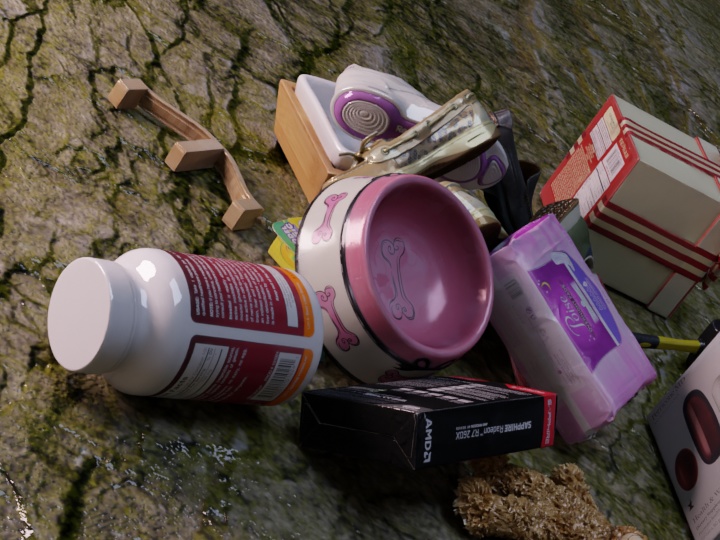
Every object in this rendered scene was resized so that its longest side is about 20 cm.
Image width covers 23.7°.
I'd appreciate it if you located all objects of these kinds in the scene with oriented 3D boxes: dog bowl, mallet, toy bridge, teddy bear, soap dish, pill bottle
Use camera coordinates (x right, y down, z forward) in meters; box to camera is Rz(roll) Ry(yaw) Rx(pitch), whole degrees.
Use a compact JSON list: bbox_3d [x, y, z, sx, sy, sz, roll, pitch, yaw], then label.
[{"bbox_3d":[0.038,0.004,1.529,0.199,0.074,0.201,17,65,-41],"label":"dog bowl"},{"bbox_3d":[0.326,0.088,1.888,0.199,0.066,0.041,1,38,-26],"label":"mallet"},{"bbox_3d":[-0.157,-0.111,1.650,0.200,0.027,0.067,46,27,19],"label":"toy bridge"},{"bbox_3d":[0.169,0.217,1.446,0.200,0.067,0.145,41,29,14],"label":"teddy bear"},{"bbox_3d":[0.011,-0.115,1.792,0.199,0.081,0.158,14,33,-36],"label":"soap dish"},{"bbox_3d":[-0.135,0.043,1.326,0.199,0.113,0.113,10,36,-42],"label":"pill bottle"}]

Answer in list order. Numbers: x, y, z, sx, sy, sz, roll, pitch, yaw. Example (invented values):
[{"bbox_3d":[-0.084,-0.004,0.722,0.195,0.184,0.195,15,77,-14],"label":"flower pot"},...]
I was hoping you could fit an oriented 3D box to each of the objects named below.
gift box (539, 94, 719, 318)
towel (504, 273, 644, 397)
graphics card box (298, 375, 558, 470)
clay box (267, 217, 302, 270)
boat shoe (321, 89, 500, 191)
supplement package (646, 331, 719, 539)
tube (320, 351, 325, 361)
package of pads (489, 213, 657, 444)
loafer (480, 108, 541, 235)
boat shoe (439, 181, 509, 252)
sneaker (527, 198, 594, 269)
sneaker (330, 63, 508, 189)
[{"bbox_3d":[0.346,-0.078,2.001,0.186,0.200,0.185,26,33,-21],"label":"gift box"},{"bbox_3d":[0.204,0.064,1.736,0.199,0.023,0.145,4,62,-48],"label":"towel"},{"bbox_3d":[0.059,0.123,1.423,0.125,0.051,0.199,7,5,38],"label":"graphics card box"},{"bbox_3d":[0.000,0.000,1.628,0.115,0.048,0.199,47,30,24],"label":"clay box"},{"bbox_3d":[0.039,-0.111,1.648,0.199,0.073,0.063,-25,82,-26],"label":"boat shoe"},{"bbox_3d":[0.411,0.166,1.672,0.146,0.192,0.200,24,28,-23],"label":"supplement package"},{"bbox_3d":[-0.108,0.027,1.457,0.199,0.050,0.078,12,75,-40],"label":"tube"},{"bbox_3d":[0.192,0.055,1.646,0.201,0.076,0.120,57,34,1],"label":"package of pads"},{"bbox_3d":[0.168,-0.090,1.868,0.200,0.072,0.073,55,5,-41],"label":"loafer"},{"bbox_3d":[0.100,-0.039,1.700,0.063,0.073,0.201,54,1,12],"label":"boat shoe"},{"bbox_3d":[0.191,0.005,1.817,0.200,0.067,0.090,-41,115,-43],"label":"sneaker"},{"bbox_3d":[0.064,-0.154,1.741,0.199,0.075,0.100,27,29,-16],"label":"sneaker"}]
